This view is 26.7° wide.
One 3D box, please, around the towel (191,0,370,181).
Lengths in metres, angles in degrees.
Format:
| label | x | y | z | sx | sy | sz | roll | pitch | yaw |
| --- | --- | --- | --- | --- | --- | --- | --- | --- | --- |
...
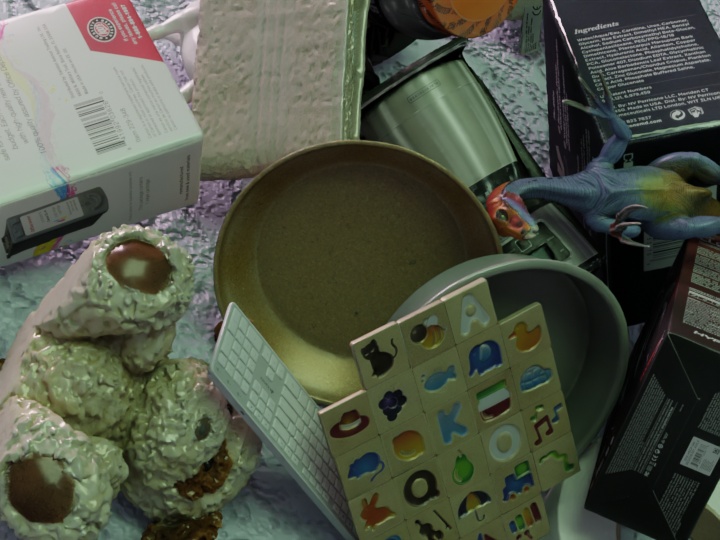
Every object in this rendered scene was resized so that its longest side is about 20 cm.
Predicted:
| label | x | y | z | sx | sy | sz | roll | pitch | yaw |
| --- | --- | --- | --- | --- | --- | --- | --- | --- | --- |
| towel | -0.060 | -0.162 | 1.084 | 0.034 | 0.132 | 0.201 | 23 | 68 | -60 |

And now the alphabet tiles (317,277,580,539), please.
| label | x | y | z | sx | sy | sz | roll | pitch | yaw |
| --- | --- | --- | --- | --- | --- | --- | --- | --- | --- |
| alphabet tiles | 0.062 | 0.111 | 0.980 | 0.166 | 0.201 | 0.006 | -25 | 26 | -18 |

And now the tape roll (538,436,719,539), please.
| label | x | y | z | sx | sy | sz | roll | pitch | yaw |
| --- | --- | --- | --- | --- | --- | --- | --- | --- | --- |
| tape roll | 0.221 | 0.208 | 1.078 | 0.202 | 0.037 | 0.203 | 14 | 48 | -16 |

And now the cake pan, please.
| label | x | y | z | sx | sy | sz | roll | pitch | yaw |
| --- | --- | --- | --- | --- | --- | --- | --- | --- | --- |
| cake pan | 0.087 | 0.073 | 1.027 | 0.199 | 0.201 | 0.037 | 1 | 28 | -26 |

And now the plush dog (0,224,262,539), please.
| label | x | y | z | sx | sy | sz | roll | pitch | yaw |
| --- | --- | --- | --- | --- | --- | --- | --- | --- | --- |
| plush dog | -0.140 | 0.094 | 0.943 | 0.171 | 0.160 | 0.201 | 30 | 67 | -24 |

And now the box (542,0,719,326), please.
| label | x | y | z | sx | sy | sz | roll | pitch | yaw |
| --- | --- | --- | --- | --- | --- | --- | --- | --- | --- |
| box | 0.220 | -0.099 | 1.179 | 0.117 | 0.197 | 0.200 | -11 | 46 | -1 |

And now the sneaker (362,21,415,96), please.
| label | x | y | z | sx | sy | sz | roll | pitch | yaw |
| --- | --- | --- | --- | --- | --- | --- | --- | --- | --- |
| sneaker | 0.002 | -0.174 | 1.226 | 0.199 | 0.076 | 0.115 | -22 | 38 | -28 |

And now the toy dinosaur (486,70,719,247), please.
| label | x | y | z | sx | sy | sz | roll | pitch | yaw |
| --- | --- | --- | --- | --- | --- | --- | --- | --- | --- |
| toy dinosaur | 0.183 | -0.036 | 1.032 | 0.181 | 0.200 | 0.105 | -6 | 58 | 17 |

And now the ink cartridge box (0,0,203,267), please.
| label | x | y | z | sx | sy | sz | roll | pitch | yaw |
| --- | --- | --- | --- | --- | --- | --- | --- | --- | --- |
| ink cartridge box | -0.225 | -0.092 | 1.030 | 0.199 | 0.086 | 0.148 | -20 | 64 | -18 |

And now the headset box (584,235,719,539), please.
| label | x | y | z | sx | sy | sz | roll | pitch | yaw |
| --- | --- | --- | --- | --- | --- | --- | --- | --- | --- |
| headset box | 0.229 | 0.072 | 1.059 | 0.077 | 0.149 | 0.200 | 23 | 29 | 5 |

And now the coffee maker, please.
| label | x | y | z | sx | sy | sz | roll | pitch | yaw |
| --- | --- | --- | --- | --- | --- | --- | --- | --- | --- |
| coffee maker | 0.087 | -0.055 | 1.141 | 0.200 | 0.134 | 0.192 | 58 | 17 | 4 |

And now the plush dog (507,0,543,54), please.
| label | x | y | z | sx | sy | sz | roll | pitch | yaw |
| --- | --- | --- | --- | --- | --- | --- | --- | --- | --- |
| plush dog | 0.134 | -0.312 | 1.397 | 0.200 | 0.160 | 0.172 | 40 | 24 | -35 |

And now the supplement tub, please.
| label | x | y | z | sx | sy | sz | roll | pitch | yaw |
| --- | --- | --- | --- | --- | --- | --- | --- | --- | --- |
| supplement tub | 0.025 | -0.248 | 1.148 | 0.122 | 0.123 | 0.200 | -16 | 31 | -35 |

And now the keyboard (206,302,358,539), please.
| label | x | y | z | sx | sy | sz | roll | pitch | yaw |
| --- | --- | --- | --- | --- | --- | --- | --- | --- | --- |
| keyboard | -0.037 | 0.105 | 0.968 | 0.200 | 0.011 | 0.056 | 55 | 39 | -35 |

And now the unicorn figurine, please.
| label | x | y | z | sx | sy | sz | roll | pitch | yaw |
| --- | --- | --- | --- | --- | --- | --- | --- | --- | --- |
| unicorn figurine | -0.124 | -0.174 | 1.163 | 0.137 | 0.074 | 0.201 | -14 | 76 | -4 |

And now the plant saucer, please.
| label | x | y | z | sx | sy | sz | roll | pitch | yaw |
| --- | --- | --- | --- | --- | --- | --- | --- | --- | --- |
| plant saucer | 0.000 | 0.000 | 1.041 | 0.200 | 0.201 | 0.035 | 25 | 24 | -7 |
